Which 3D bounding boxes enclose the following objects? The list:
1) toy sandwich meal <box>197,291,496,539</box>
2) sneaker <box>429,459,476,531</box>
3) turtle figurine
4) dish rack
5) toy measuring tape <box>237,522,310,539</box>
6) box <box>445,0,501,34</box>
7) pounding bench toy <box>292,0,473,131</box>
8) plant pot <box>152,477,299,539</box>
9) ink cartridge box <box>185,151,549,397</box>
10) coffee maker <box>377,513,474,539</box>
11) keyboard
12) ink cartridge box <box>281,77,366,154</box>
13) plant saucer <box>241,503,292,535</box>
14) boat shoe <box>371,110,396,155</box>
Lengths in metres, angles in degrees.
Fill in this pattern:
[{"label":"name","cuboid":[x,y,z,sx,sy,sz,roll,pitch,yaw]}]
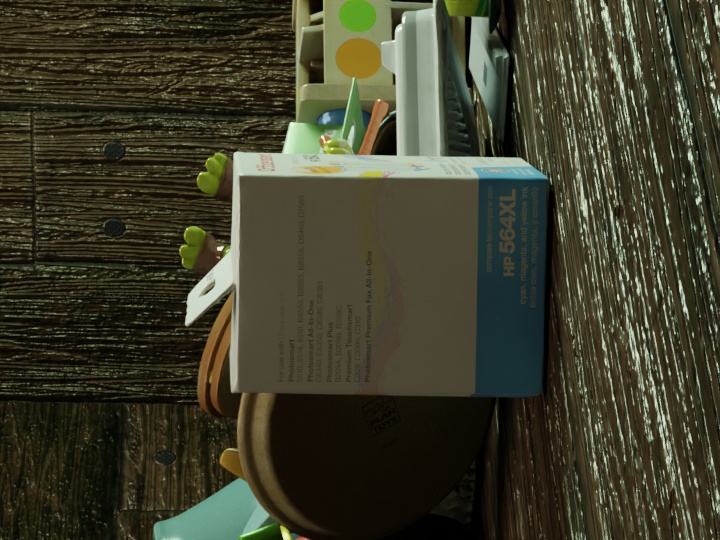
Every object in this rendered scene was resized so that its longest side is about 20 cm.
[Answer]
[{"label":"toy sandwich meal","cuboid":[-0.008,0.076,1.662,0.070,0.205,0.206,31,124,55]},{"label":"sneaker","cuboid":[0.045,0.171,1.844,0.100,0.069,0.200,-89,9,-66]},{"label":"turtle figurine","cuboid":[-0.037,-0.027,1.745,0.064,0.161,0.200,-9,-68,-50]},{"label":"dish rack","cuboid":[0.047,-0.063,1.705,0.200,0.043,0.172,67,-160,-62]},{"label":"toy measuring tape","cuboid":[-0.058,0.205,1.719,0.200,0.073,0.074,113,158,-79]},{"label":"box","cuboid":[0.070,-0.250,1.735,0.200,0.048,0.118,-97,8,-54]},{"label":"pounding bench toy","cuboid":[0.012,-0.132,1.980,0.200,0.124,0.156,99,171,-66]},{"label":"plant pot","cuboid":[-0.050,0.231,1.972,0.200,0.188,0.200,166,90,-85]},{"label":"ink cartridge box","cuboid":[0.000,0.000,1.524,0.129,0.200,0.126,-118,30,-81]},{"label":"coffee maker","cuboid":[0.033,0.241,1.708,0.192,0.135,0.200,-59,18,25]},{"label":"keyboard","cuboid":[0.085,-0.138,1.765,0.200,0.011,0.056,-99,6,-72]},{"label":"ink cartridge box","cuboid":[-0.027,-0.034,1.875,0.200,0.059,0.104,80,-161,-52]},{"label":"plant saucer","cuboid":[-0.008,0.114,1.817,0.201,0.039,0.201,-53,2,3]},{"label":"boat shoe","cuboid":[0.019,-0.028,1.800,0.200,0.072,0.068,-75,-26,-46]}]
